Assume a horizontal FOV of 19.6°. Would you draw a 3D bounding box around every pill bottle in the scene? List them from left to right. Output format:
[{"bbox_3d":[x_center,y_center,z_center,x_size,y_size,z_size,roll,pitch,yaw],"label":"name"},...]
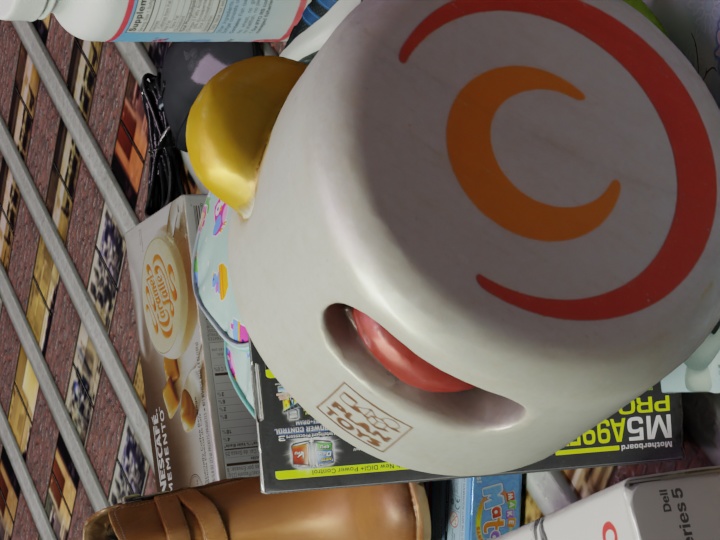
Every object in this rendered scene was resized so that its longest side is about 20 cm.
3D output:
[{"bbox_3d":[-0.129,-0.197,1.299,0.109,0.200,0.109,12,104,63],"label":"pill bottle"}]

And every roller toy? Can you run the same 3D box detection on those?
[{"bbox_3d":[0.044,-0.016,0.826,0.140,0.200,0.183,-47,57,59],"label":"roller toy"}]

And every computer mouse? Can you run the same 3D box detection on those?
[{"bbox_3d":[-0.123,-0.098,1.471,0.200,0.046,0.141,-23,71,62],"label":"computer mouse"}]

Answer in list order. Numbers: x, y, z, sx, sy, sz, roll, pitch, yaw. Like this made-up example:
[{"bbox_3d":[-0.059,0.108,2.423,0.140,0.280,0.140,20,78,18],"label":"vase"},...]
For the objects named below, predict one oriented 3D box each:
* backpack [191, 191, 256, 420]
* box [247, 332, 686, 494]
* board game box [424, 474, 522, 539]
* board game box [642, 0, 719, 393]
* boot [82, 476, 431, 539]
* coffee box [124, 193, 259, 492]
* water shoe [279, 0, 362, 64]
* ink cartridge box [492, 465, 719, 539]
[{"bbox_3d":[0.000,0.000,1.088,0.176,0.153,0.200,42,120,57],"label":"backpack"},{"bbox_3d":[0.046,0.015,0.969,0.044,0.200,0.160,-85,-10,-83],"label":"box"},{"bbox_3d":[0.028,0.118,1.205,0.200,0.037,0.151,19,109,61],"label":"board game box"},{"bbox_3d":[0.180,-0.054,0.804,0.200,0.043,0.199,-7,87,64],"label":"board game box"},{"bbox_3d":[-0.060,0.142,1.170,0.200,0.155,0.077,-7,86,63],"label":"boot"},{"bbox_3d":[-0.092,0.057,1.390,0.114,0.080,0.200,-25,71,62],"label":"coffee box"},{"bbox_3d":[0.010,-0.156,1.196,0.200,0.071,0.079,-42,34,53],"label":"water shoe"},{"bbox_3d":[0.122,0.185,0.972,0.200,0.084,0.146,-38,60,59],"label":"ink cartridge box"}]
